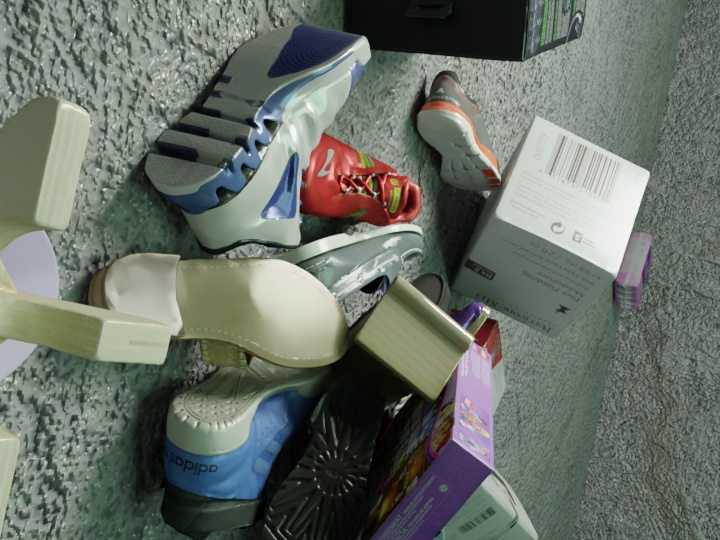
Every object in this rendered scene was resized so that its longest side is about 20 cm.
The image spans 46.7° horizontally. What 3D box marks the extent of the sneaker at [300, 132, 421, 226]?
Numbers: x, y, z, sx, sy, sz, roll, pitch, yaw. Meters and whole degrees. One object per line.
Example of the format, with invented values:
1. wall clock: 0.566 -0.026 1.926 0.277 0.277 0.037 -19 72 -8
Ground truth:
1. sneaker: 0.000 -0.077 0.731 0.199 0.083 0.079 1 99 -65

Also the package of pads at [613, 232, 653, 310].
1. package of pads: 0.796 0.001 2.432 0.202 0.074 0.122 -62 152 -30

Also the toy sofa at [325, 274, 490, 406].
1. toy sofa: 0.028 0.066 0.734 0.098 0.082 0.200 -53 -178 -22

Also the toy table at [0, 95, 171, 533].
1. toy table: -0.180 0.014 0.362 0.199 0.115 0.188 -10 110 -62

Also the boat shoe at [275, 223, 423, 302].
1. boat shoe: 0.000 0.000 0.762 0.199 0.072 0.063 -13 82 -55

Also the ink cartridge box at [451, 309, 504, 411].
1. ink cartridge box: 0.108 0.174 1.050 0.202 0.081 0.148 -58 149 -34

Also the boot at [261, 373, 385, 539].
1. boot: -0.039 0.189 0.715 0.184 0.072 0.200 -61 -178 -28

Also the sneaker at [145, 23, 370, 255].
1. sneaker: -0.068 -0.084 0.609 0.200 0.079 0.116 -52 148 -31

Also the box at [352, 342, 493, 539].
1. box: 0.051 0.146 0.668 0.138 0.039 0.200 -54 -177 18

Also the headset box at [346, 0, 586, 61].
1. headset box: 0.099 -0.253 0.757 0.199 0.171 0.095 -36 132 -55

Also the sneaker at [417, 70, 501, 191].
1. sneaker: 0.126 -0.160 0.975 0.200 0.075 0.084 49 51 -61

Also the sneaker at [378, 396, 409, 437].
1. sneaker: 0.046 0.146 0.913 0.203 0.071 0.083 -62 154 -15

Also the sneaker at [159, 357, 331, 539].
1. sneaker: -0.089 0.135 0.655 0.200 0.075 0.114 -28 133 -67

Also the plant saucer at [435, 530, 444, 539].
1. plant saucer: 0.007 0.294 0.772 0.199 0.038 0.205 -25 123 -44

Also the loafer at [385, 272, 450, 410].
1. loafer: 0.044 0.061 0.903 0.201 0.071 0.073 -55 142 -42

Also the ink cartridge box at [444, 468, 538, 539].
1. ink cartridge box: 0.092 0.272 0.919 0.145 0.084 0.200 -34 138 6

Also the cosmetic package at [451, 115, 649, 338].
1. cosmetic package: 0.237 -0.049 1.070 0.201 0.162 0.167 109 8 -62

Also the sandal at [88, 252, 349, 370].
1. sandal: -0.105 0.032 0.596 0.209 0.069 0.079 12 68 -45
